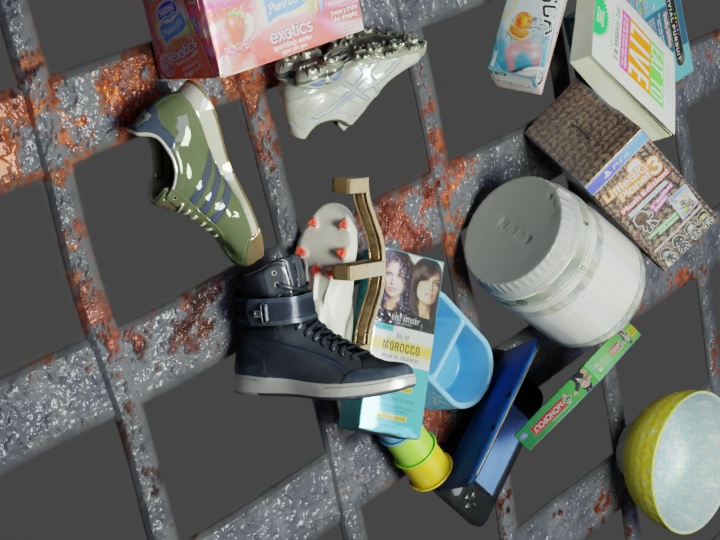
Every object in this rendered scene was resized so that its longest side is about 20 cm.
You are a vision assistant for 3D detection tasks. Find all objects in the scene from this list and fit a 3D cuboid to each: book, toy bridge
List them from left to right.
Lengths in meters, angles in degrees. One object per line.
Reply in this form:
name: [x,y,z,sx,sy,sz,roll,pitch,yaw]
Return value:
toy bridge: [0.000,0.000,1.529,0.067,0.027,0.202,-10,101,-53]
book: [0.332,-0.270,1.816,0.200,0.048,0.134,34,55,-42]

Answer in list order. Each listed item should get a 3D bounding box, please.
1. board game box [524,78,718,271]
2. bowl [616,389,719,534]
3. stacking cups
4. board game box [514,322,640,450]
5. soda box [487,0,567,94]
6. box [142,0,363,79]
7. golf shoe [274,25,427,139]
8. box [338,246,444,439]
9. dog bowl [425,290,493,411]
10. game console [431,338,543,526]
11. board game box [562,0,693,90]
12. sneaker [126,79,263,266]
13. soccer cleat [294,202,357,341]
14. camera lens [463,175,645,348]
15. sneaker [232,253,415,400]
board game box: [0.327,-0.119,1.805,0.097,0.160,0.200,-46,127,6]
bowl: [0.422,0.257,2.003,0.199,0.107,0.202,-8,101,-43]
stacking cups: [0.032,0.171,1.658,0.061,0.060,0.200,-52,122,-26]
board game box: [0.274,0.142,1.797,0.029,0.135,0.200,45,28,8]
soda box: [0.212,-0.321,1.740,0.068,0.063,0.201,42,63,-73]
box: [-0.105,-0.260,1.430,0.199,0.102,0.095,-26,113,-38]
golf shoe: [-0.011,-0.205,1.563,0.199,0.078,0.098,-22,127,-34]
box: [0.035,0.081,1.584,0.082,0.049,0.201,13,79,-28]
dog bowl: [0.089,0.091,1.700,0.200,0.049,0.112,47,64,-38]
game console: [0.178,0.202,1.754,0.171,0.118,0.201,44,66,-38]
board game box: [0.359,-0.299,1.911,0.200,0.047,0.152,-34,118,-36]
sneaker: [-0.169,-0.080,1.424,0.090,0.067,0.201,-32,118,-25]
soccer cleat: [-0.037,0.028,1.567,0.078,0.069,0.202,26,69,-72]
camera lens: [0.241,-0.007,1.756,0.200,0.159,0.161,32,73,-41]
sneaker: [-0.040,0.057,1.475,0.077,0.201,0.147,-4,95,-69]
